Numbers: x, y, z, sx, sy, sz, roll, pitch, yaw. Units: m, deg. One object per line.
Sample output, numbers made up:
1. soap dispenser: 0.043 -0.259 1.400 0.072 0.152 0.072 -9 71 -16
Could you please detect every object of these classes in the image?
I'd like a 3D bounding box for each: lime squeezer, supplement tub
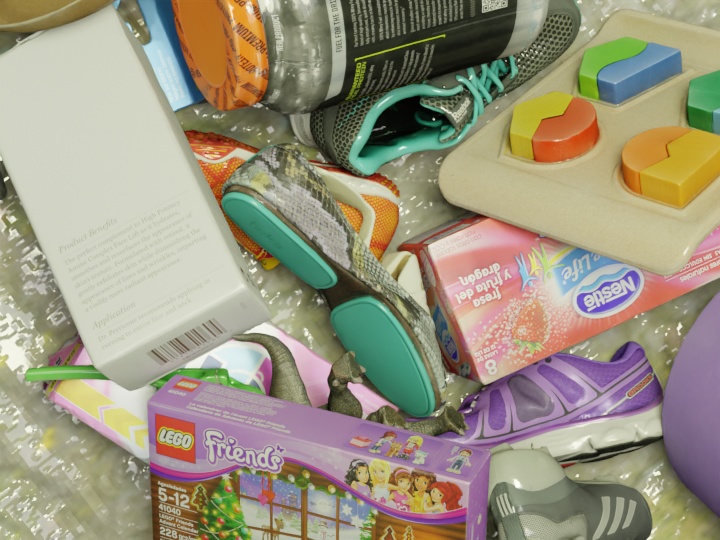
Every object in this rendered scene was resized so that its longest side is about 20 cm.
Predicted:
1. lime squeezer: -0.099 0.086 1.078 0.199 0.038 0.071 33 116 -9
2. supplement tub: -0.001 -0.162 1.033 0.198 0.122 0.124 -18 94 -23

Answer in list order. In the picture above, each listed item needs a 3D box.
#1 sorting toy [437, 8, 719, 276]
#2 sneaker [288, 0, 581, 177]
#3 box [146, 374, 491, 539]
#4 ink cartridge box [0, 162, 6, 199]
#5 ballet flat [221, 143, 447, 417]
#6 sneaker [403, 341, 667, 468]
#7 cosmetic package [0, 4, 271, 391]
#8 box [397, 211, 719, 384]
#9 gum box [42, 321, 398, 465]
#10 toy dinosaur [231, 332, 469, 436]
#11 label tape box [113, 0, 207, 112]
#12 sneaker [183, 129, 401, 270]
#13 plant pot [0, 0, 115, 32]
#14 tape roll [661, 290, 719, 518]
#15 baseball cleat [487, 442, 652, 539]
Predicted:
1. sorting toy: 0.170 -0.090 1.092 0.200 0.184 0.037 -43 135 -29
2. sneaker: 0.057 -0.113 1.129 0.198 0.091 0.078 -27 126 -5
3. box: -0.026 0.147 1.025 0.198 0.039 0.138 12 118 21
4. ink cartridge box: -0.268 -0.100 1.029 0.084 0.200 0.146 -19 93 -5
5. ballet flat: 0.000 0.000 1.094 0.072 0.072 0.201 -43 111 -7
6. sneaker: 0.101 0.091 1.167 0.198 0.081 0.084 -10 75 -16
7. cosmetic package: -0.141 -0.043 1.046 0.101 0.074 0.201 -26 72 2
8. box: 0.136 -0.012 1.147 0.198 0.103 0.096 -24 95 -10
9. gum box: -0.091 0.078 1.125 0.199 0.066 0.114 34 84 -9
10. toy dinosaur: -0.002 0.111 1.055 0.199 0.077 0.102 29 123 -22
11. label tape box: -0.072 -0.194 1.128 0.198 0.063 0.146 -23 94 -9
12. sneaker: -0.073 -0.042 1.127 0.198 0.073 0.078 15 98 -7
13. plant pot: -0.158 -0.213 1.065 0.200 0.200 0.028 -46 130 -6
14. tape roll: 0.296 0.086 1.139 0.198 0.085 0.202 -12 119 -21
15. baseball cleat: 0.130 0.172 1.110 0.069 0.199 0.107 -27 59 27
